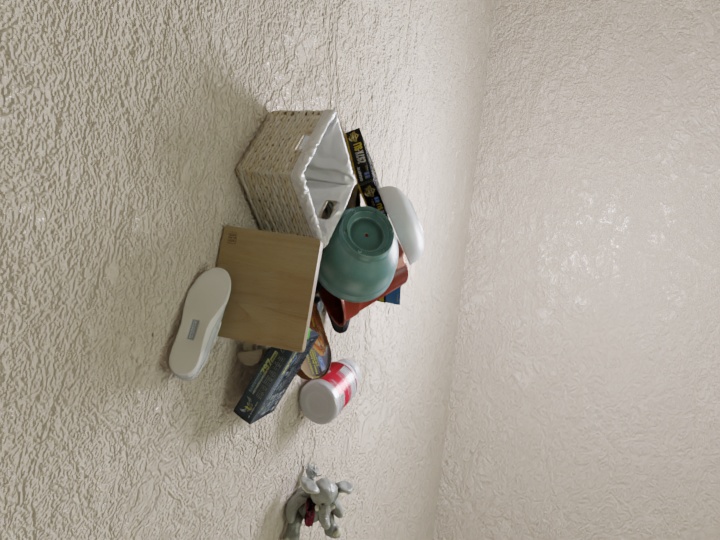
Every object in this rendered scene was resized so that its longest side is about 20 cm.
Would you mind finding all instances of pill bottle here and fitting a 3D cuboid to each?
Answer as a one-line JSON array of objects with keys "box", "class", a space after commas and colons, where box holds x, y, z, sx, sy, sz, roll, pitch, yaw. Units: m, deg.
[{"box": [-0.072, 0.308, 1.684, 0.199, 0.109, 0.116, -34, 129, -64], "class": "pill bottle"}]

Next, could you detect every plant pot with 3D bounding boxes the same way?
[{"box": [0.001, -0.053, 1.383, 0.135, 0.196, 0.204, 122, -10, -59], "class": "plant pot"}, {"box": [0.000, 0.000, 1.534, 0.191, 0.201, 0.205, -23, 130, -17], "class": "plant pot"}]

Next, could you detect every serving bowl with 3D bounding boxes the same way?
[{"box": [0.110, -0.121, 1.584, 0.200, 0.064, 0.205, -25, 91, -86], "class": "serving bowl"}]

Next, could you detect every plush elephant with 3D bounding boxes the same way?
[{"box": [-0.102, 0.588, 1.620, 0.155, 0.160, 0.206, 143, -50, -60], "class": "plush elephant"}]

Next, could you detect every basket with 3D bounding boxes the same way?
[{"box": [-0.125, -0.190, 1.295, 0.203, 0.156, 0.202, 74, 32, -48], "class": "basket"}]

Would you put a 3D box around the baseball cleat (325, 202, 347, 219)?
[{"box": [-0.058, -0.185, 1.606, 0.201, 0.068, 0.109, 62, 41, -57], "class": "baseball cleat"}]

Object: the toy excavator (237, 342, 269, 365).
[{"box": [-0.192, 0.064, 1.311, 0.198, 0.198, 0.100, 60, 14, 18], "class": "toy excavator"}]

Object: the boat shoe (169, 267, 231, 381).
[{"box": [-0.276, 0.096, 1.130, 0.069, 0.070, 0.206, 104, -4, -66], "class": "boat shoe"}]

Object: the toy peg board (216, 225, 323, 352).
[{"box": [-0.170, 0.037, 1.214, 0.098, 0.194, 0.206, 34, 66, -75], "class": "toy peg board"}]

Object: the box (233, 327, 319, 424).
[{"box": [-0.171, 0.208, 1.332, 0.203, 0.050, 0.158, -60, 171, 4], "class": "box"}]

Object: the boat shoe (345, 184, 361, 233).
[{"box": [-0.014, -0.146, 1.730, 0.203, 0.074, 0.073, 78, 29, -43], "class": "boat shoe"}]

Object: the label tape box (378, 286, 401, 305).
[{"box": [0.030, -0.004, 1.693, 0.066, 0.195, 0.148, -31, 127, -59], "class": "label tape box"}]

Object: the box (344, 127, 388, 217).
[{"box": [0.017, -0.246, 1.682, 0.161, 0.048, 0.204, 66, 9, -52], "class": "box"}]

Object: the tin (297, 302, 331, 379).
[{"box": [-0.130, 0.150, 1.467, 0.111, 0.041, 0.206, -22, 94, -54], "class": "tin"}]

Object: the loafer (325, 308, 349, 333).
[{"box": [-0.073, 0.079, 1.671, 0.070, 0.066, 0.206, -43, 132, -47], "class": "loafer"}]

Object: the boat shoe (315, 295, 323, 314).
[{"box": [-0.123, 0.142, 1.558, 0.202, 0.060, 0.074, -62, 152, -43], "class": "boat shoe"}]

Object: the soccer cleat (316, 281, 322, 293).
[{"box": [-0.150, -0.036, 1.440, 0.068, 0.072, 0.204, -40, 121, -28], "class": "soccer cleat"}]
